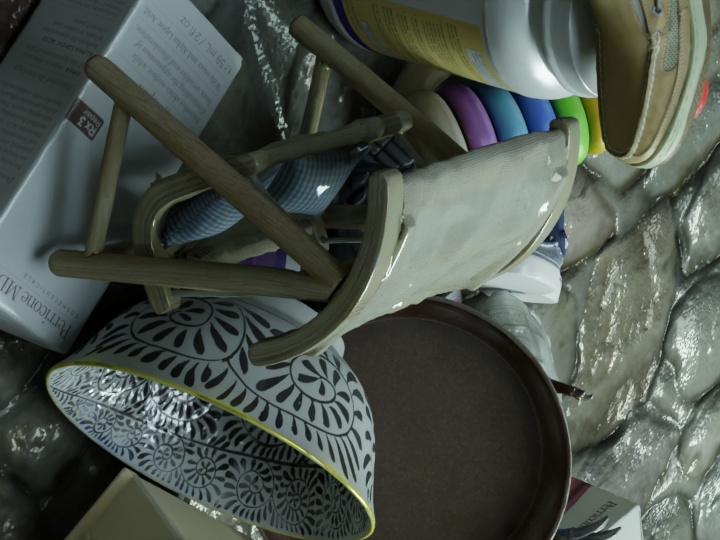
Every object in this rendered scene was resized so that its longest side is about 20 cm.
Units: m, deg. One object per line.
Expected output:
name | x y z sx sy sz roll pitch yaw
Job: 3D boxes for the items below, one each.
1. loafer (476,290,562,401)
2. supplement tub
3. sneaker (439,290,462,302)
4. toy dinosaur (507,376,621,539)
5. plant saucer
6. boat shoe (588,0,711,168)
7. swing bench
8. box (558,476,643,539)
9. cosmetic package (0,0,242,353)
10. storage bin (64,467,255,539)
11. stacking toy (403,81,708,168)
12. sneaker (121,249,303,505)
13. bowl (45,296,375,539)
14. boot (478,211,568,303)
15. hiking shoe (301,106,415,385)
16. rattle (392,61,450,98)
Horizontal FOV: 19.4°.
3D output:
loafer | 0.109 0.064 1.513 0.200 0.070 0.070 79 6 -75
supplement tub | 0.086 -0.187 1.297 0.145 0.200 0.145 -25 125 -42
sneaker | 0.005 0.092 1.428 0.200 0.084 0.121 -31 119 -40
toy dinosaur | 0.092 0.154 1.345 0.105 0.200 0.182 23 86 -51
plant saucer | 0.028 0.110 1.267 0.034 0.200 0.200 -35 139 -78
boat shoe | 0.151 -0.157 1.184 0.076 0.072 0.200 -1 100 -35
swing bench | -0.020 -0.037 1.122 0.199 0.200 0.130 -18 126 -55
box | 0.083 0.202 1.471 0.128 0.200 0.109 -36 130 -36
cosmetic package | -0.159 -0.066 1.160 0.200 0.074 0.102 -62 143 -12
storage bin | -0.116 0.250 1.276 0.199 0.094 0.200 -50 131 6
stacking toy | 0.130 -0.100 1.354 0.200 0.085 0.085 -18 124 -13
sneaker | -0.118 0.059 1.288 0.088 0.076 0.200 24 95 -23
bowl | -0.067 0.065 1.188 0.201 0.201 0.094 51 56 -48
boot | 0.108 -0.030 1.463 0.200 0.073 0.090 35 61 -82
hiking shoe | 0.000 0.000 1.321 0.101 0.076 0.200 -82 -177 -76
rattle | 0.048 -0.075 1.443 0.130 0.143 0.200 42 87 -17
